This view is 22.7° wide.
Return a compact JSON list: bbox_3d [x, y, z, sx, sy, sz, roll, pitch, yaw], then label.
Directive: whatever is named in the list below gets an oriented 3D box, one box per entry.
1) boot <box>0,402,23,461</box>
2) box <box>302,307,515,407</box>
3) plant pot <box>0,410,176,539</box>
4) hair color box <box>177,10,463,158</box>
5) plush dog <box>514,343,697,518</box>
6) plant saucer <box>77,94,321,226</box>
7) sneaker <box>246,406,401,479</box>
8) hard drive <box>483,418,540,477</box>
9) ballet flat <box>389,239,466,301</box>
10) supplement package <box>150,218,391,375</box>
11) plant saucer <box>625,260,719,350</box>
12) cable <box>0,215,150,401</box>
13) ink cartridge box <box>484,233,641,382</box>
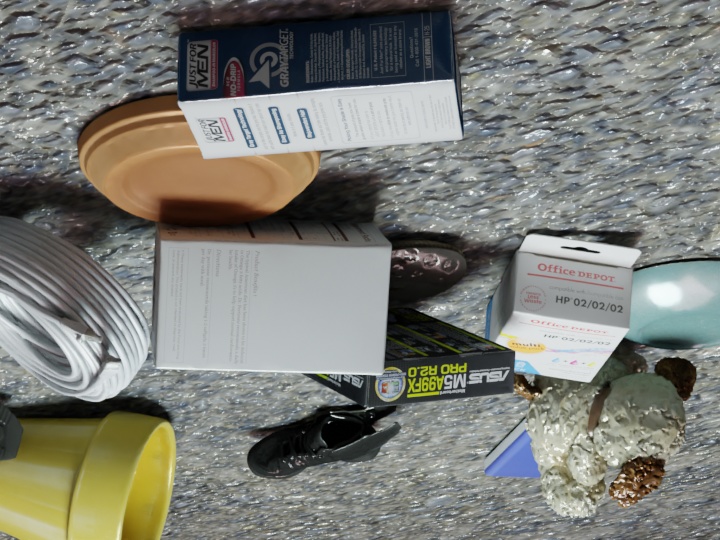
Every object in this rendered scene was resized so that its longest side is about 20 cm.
[{"bbox_3d":[-0.497,0.169,2.030,0.200,0.078,0.138,29,149,-29],"label":"boot"},{"bbox_3d":[0.028,0.080,1.705,0.160,0.044,0.200,-2,-168,-29],"label":"box"},{"bbox_3d":[-0.335,0.253,2.098,0.188,0.202,0.201,12,160,10],"label":"plant pot"},{"bbox_3d":[-0.027,-0.135,1.312,0.199,0.061,0.100,-4,157,5],"label":"hair color box"},{"bbox_3d":[0.258,0.149,1.843,0.171,0.201,0.160,5,154,42],"label":"plush dog"},{"bbox_3d":[-0.131,-0.083,1.466,0.199,0.038,0.200,-2,158,-1],"label":"plant saucer"},{"bbox_3d":[-0.046,0.200,2.143,0.199,0.060,0.104,-9,158,5],"label":"sneaker"},{"bbox_3d":[0.246,0.222,2.253,0.131,0.025,0.200,3,157,-12],"label":"hard drive"},{"bbox_3d":[0.000,0.000,1.678,0.199,0.046,0.068,-10,126,7],"label":"ballet flat"},{"bbox_3d":[-0.080,0.020,1.563,0.199,0.118,0.117,2,-169,-9],"label":"supplement package"},{"bbox_3d":[0.331,0.044,1.806,0.200,0.039,0.201,-1,157,0],"label":"plant saucer"},{"bbox_3d":[-0.279,0.033,1.588,0.200,0.069,0.200,37,156,4],"label":"cable"},{"bbox_3d":[0.192,0.039,1.729,0.115,0.068,0.200,8,157,-4],"label":"ink cartridge box"}]
